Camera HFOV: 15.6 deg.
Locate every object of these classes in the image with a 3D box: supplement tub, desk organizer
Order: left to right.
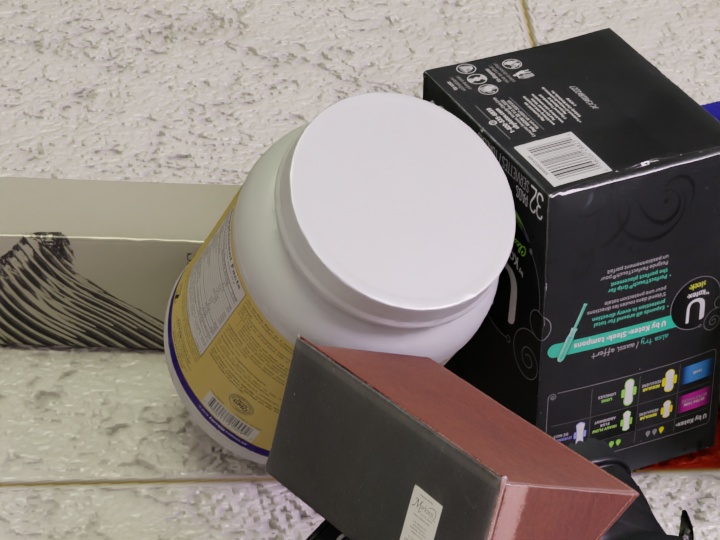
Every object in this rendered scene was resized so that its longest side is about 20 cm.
[{"bbox_3d":[-0.012,0.007,1.397,0.145,0.200,0.146,10,61,-18],"label":"supplement tub"},{"bbox_3d":[0.039,0.097,1.227,0.077,0.072,0.200,7,13,-30],"label":"desk organizer"}]

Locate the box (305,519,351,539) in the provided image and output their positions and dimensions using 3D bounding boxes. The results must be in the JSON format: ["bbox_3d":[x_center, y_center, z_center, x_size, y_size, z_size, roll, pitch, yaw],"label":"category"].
[{"bbox_3d":[0.009,0.209,1.189,0.159,0.046,0.200,-44,42,-20],"label":"box"}]

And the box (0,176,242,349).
[{"bbox_3d":[-0.156,-0.004,1.551,0.199,0.082,0.068,1,32,2],"label":"box"}]

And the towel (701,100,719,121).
[{"bbox_3d":[0.255,-0.058,1.652,0.147,0.050,0.200,-8,26,-19],"label":"towel"}]

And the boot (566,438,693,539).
[{"bbox_3d":[0.100,0.170,1.309,0.198,0.074,0.163,-18,44,-25],"label":"boot"}]

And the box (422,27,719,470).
[{"bbox_3d":[0.116,-0.004,1.449,0.124,0.201,0.149,-15,37,-21],"label":"box"}]
